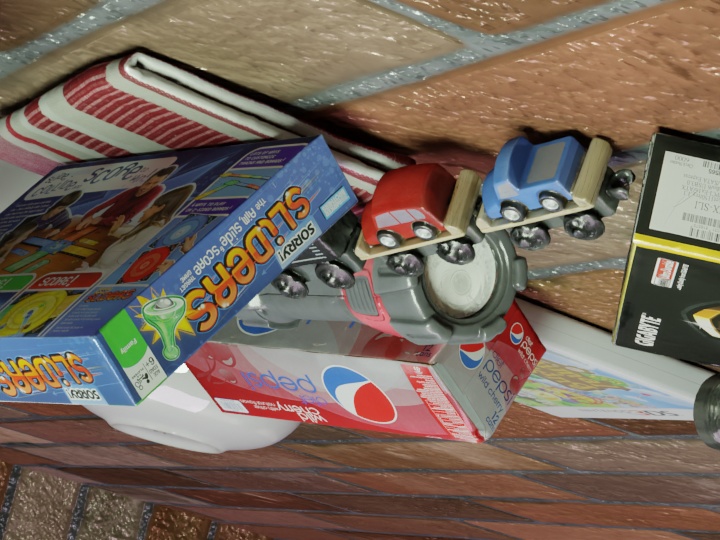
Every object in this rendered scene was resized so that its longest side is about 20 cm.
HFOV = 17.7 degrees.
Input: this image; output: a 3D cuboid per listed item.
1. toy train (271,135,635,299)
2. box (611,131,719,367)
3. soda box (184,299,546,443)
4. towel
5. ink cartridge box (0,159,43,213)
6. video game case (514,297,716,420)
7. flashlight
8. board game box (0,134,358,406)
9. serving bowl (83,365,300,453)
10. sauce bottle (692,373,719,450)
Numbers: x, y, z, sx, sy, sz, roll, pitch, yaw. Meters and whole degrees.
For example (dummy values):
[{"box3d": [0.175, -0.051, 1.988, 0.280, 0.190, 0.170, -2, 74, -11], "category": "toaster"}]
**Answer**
[{"box3d": [0.026, -0.024, 0.938, 0.199, 0.034, 0.046, -12, 135, 43], "category": "toy train"}, {"box3d": [0.185, 0.007, 0.931, 0.158, 0.050, 0.200, 11, 168, 6], "category": "box"}, {"box3d": [-0.005, 0.038, 1.212, 0.199, 0.070, 0.064, 4, 139, 44], "category": "soda box"}, {"box3d": [-0.077, -0.053, 1.027, 0.143, 0.023, 0.200, 21, 165, -23], "category": "towel"}, {"box3d": [-0.264, -0.037, 1.161, 0.199, 0.084, 0.145, 7, 167, 33], "category": "ink cartridge box"}, {"box3d": [0.096, 0.051, 1.321, 0.199, 0.022, 0.182, 21, 167, -30], "category": "video game case"}, {"box3d": [0.000, 0.000, 1.094, 0.067, 0.068, 0.200, 30, 167, -25], "category": "flashlight"}, {"box3d": [-0.110, 0.000, 0.957, 0.199, 0.135, 0.035, -2, 125, 52], "category": "board game box"}, {"box3d": [-0.134, 0.092, 1.690, 0.198, 0.066, 0.200, 12, 169, 2], "category": "serving bowl"}, {"box3d": [0.249, 0.074, 1.139, 0.064, 0.065, 0.199, 21, 166, -34], "category": "sauce bottle"}]
